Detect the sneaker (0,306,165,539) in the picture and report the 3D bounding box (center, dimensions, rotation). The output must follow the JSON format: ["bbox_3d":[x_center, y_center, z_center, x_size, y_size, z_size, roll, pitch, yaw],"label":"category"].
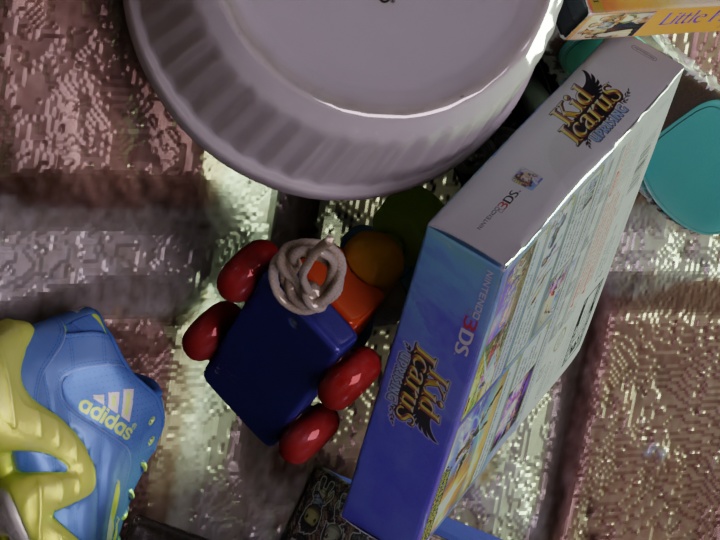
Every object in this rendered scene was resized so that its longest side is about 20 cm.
[{"bbox_3d":[-0.125,0.107,1.336,0.105,0.076,0.201,-26,119,-25],"label":"sneaker"}]

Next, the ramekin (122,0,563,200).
[{"bbox_3d":[-0.001,-0.136,1.268,0.202,0.094,0.203,1,84,-14],"label":"ramekin"}]

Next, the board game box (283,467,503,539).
[{"bbox_3d":[0.017,0.226,1.464,0.159,0.097,0.201,24,92,-38],"label":"board game box"}]

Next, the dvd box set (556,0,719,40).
[{"bbox_3d":[0.158,-0.183,1.399,0.199,0.029,0.147,-7,66,-33],"label":"dvd box set"}]

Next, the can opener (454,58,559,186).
[{"bbox_3d":[0.046,-0.120,1.392,0.063,0.079,0.200,-17,120,15],"label":"can opener"}]

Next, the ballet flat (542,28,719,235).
[{"bbox_3d":[0.145,-0.094,1.452,0.072,0.072,0.200,-52,139,-8],"label":"ballet flat"}]

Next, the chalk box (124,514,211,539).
[{"bbox_3d":[-0.071,0.234,1.308,0.124,0.124,0.201,64,45,-69],"label":"chalk box"}]

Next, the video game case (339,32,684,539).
[{"bbox_3d":[0.070,0.011,1.361,0.181,0.045,0.200,-48,161,-44],"label":"video game case"}]

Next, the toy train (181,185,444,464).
[{"bbox_3d":[0.000,0.000,1.326,0.085,0.200,0.116,46,61,7],"label":"toy train"}]
